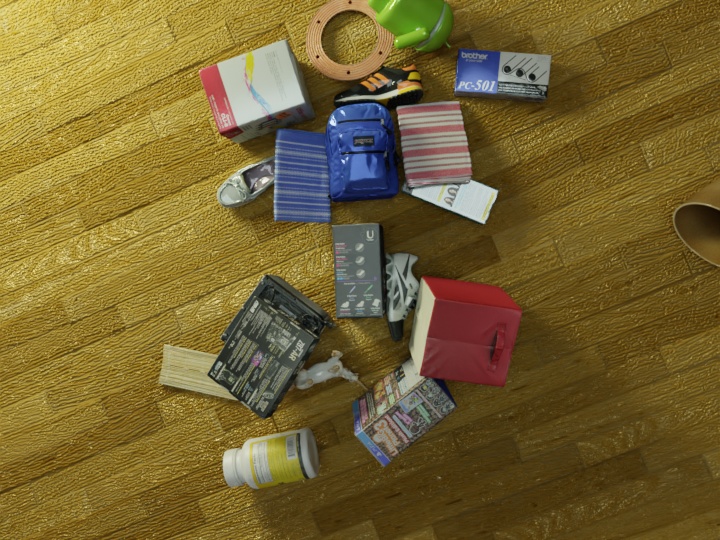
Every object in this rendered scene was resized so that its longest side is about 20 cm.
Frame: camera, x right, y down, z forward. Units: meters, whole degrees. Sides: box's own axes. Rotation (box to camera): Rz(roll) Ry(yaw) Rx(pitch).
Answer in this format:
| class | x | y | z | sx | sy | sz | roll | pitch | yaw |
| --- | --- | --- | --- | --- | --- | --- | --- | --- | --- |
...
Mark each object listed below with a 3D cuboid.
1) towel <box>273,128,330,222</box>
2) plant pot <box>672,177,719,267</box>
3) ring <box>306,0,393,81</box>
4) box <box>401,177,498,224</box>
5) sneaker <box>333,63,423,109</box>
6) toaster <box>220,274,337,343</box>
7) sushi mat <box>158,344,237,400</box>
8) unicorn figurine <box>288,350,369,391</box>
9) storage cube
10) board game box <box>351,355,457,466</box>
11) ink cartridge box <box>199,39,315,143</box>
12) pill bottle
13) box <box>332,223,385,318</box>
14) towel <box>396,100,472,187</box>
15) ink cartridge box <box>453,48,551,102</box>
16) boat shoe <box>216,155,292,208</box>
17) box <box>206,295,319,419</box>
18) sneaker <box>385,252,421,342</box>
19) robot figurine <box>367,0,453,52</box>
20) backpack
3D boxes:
| class | x | y | z | sx | sy | sz | roll | pitch | yaw |
| --- | --- | --- | --- | --- | --- | --- | --- | --- | --- |
| towel | -0.123 | -0.207 | 1.370 | 0.144 | 0.024 | 0.201 | 0 | 93 | -35 |
| plant pot | 0.792 | -0.133 | 1.276 | 0.200 | 0.186 | 0.186 | -43 | 88 | -9 |
| ring | -0.024 | -0.516 | 1.381 | 0.199 | 0.019 | 0.201 | -1 | 82 | 9 |
| box | 0.196 | -0.175 | 1.373 | 0.199 | 0.049 | 0.083 | 23 | 93 | 3 |
| sneaker | 0.037 | -0.407 | 1.377 | 0.199 | 0.070 | 0.090 | -8 | 74 | 6 |
| toaster | -0.177 | 0.129 | 1.379 | 0.200 | 0.119 | 0.181 | 36 | 95 | 3 |
| sushi mat | -0.372 | 0.239 | 1.451 | 0.199 | 0.012 | 0.096 | 11 | 91 | 4 |
| unicorn figurine | -0.076 | 0.226 | 1.359 | 0.199 | 0.137 | 0.074 | -3 | 69 | -6 |
| storage cube | 0.210 | 0.123 | 1.296 | 0.179 | 0.200 | 0.172 | 8 | 104 | -6 |
| board game box | 0.089 | 0.292 | 1.336 | 0.200 | 0.159 | 0.097 | -40 | 101 | 5 |
| ink cartridge box | -0.217 | -0.384 | 1.351 | 0.199 | 0.145 | 0.145 | -18 | 91 | 5 |
| pill bottle | -0.201 | 0.427 | 1.396 | 0.199 | 0.111 | 0.112 | -12 | 91 | 5 |
| box | 0.000 | 0.000 | 1.358 | 0.106 | 0.122 | 0.201 | -2 | 92 | 6 |
| towel | 0.159 | -0.278 | 1.353 | 0.146 | 0.030 | 0.201 | -5 | 71 | -4 |
| ink cartridge box | 0.309 | -0.426 | 1.358 | 0.199 | 0.044 | 0.094 | 5 | 91 | 5 |
| boat shoe | -0.238 | -0.206 | 1.399 | 0.201 | 0.065 | 0.075 | -25 | 90 | 5 |
| box | -0.202 | 0.178 | 1.285 | 0.160 | 0.044 | 0.200 | 33 | 94 | 16 |
| sneaker | 0.100 | 0.059 | 1.377 | 0.088 | 0.074 | 0.201 | 0 | 92 | 6 |
| robot figurine | 0.113 | -0.545 | 1.315 | 0.199 | 0.176 | 0.116 | 26 | 135 | -25 |
| backpack | 0.008 | -0.257 | 1.329 | 0.162 | 0.168 | 0.201 | -3 | 91 | -8 |
